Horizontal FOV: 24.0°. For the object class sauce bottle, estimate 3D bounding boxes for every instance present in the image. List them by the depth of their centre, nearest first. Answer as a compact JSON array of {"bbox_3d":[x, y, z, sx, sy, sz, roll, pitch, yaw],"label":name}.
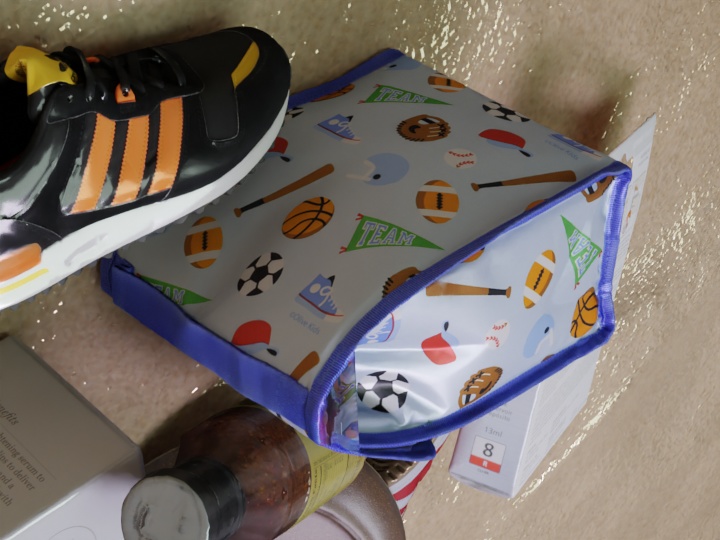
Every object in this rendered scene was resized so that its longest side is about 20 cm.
[{"bbox_3d":[-0.051,0.091,0.773,0.067,0.066,0.200,-65,165,12],"label":"sauce bottle"}]

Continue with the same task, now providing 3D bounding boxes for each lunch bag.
[{"bbox_3d":[0.000,0.000,0.798,0.199,0.169,0.125,-27,130,-35],"label":"lunch bag"}]

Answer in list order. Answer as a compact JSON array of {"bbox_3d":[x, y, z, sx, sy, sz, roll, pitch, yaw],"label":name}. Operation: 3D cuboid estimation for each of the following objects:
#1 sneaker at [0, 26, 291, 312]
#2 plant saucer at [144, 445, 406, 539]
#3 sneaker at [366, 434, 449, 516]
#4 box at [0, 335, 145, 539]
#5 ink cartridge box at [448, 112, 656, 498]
[{"bbox_3d":[-0.110,-0.062,0.707,0.199,0.070,0.091,-35,142,-24],"label":"sneaker"},{"bbox_3d":[-0.063,0.180,0.910,0.198,0.032,0.203,-8,117,-17],"label":"plant saucer"},{"bbox_3d":[0.007,0.143,0.993,0.200,0.071,0.112,-50,140,4],"label":"sneaker"},{"bbox_3d":[-0.193,0.155,0.745,0.199,0.106,0.154,-32,137,-28],"label":"box"},{"bbox_3d":[0.114,0.012,0.996,0.162,0.050,0.202,-36,139,-62],"label":"ink cartridge box"}]
